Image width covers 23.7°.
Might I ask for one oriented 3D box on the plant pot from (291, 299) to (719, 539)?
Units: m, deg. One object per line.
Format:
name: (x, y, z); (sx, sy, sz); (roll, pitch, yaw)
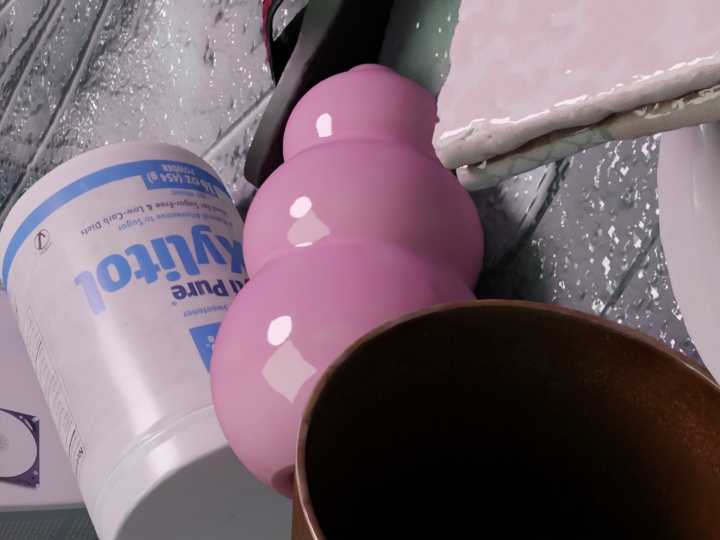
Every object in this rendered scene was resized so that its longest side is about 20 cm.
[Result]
plant pot: (0.051, 0.147, 0.648); (0.187, 0.186, 0.200); (56, 146, 38)

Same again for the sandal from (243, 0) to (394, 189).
sandal: (-0.014, -0.134, 0.811); (0.045, 0.075, 0.200); (26, 104, 20)

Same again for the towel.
towel: (0.119, -0.124, 0.526); (0.191, 0.032, 0.200); (-15, 46, 36)

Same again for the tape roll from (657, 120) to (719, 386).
tape roll: (0.188, -0.033, 0.537); (0.202, 0.071, 0.203); (-3, 87, 54)

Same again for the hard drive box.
hard drive box: (-0.186, 0.088, 0.929); (0.077, 0.200, 0.156); (-57, 47, 34)

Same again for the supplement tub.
supplement tub: (-0.097, 0.044, 0.870); (0.132, 0.132, 0.200); (-58, 47, 34)

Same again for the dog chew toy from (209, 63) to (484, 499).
dog chew toy: (0.000, 0.000, 0.753); (0.124, 0.124, 0.201); (-31, 48, 49)
